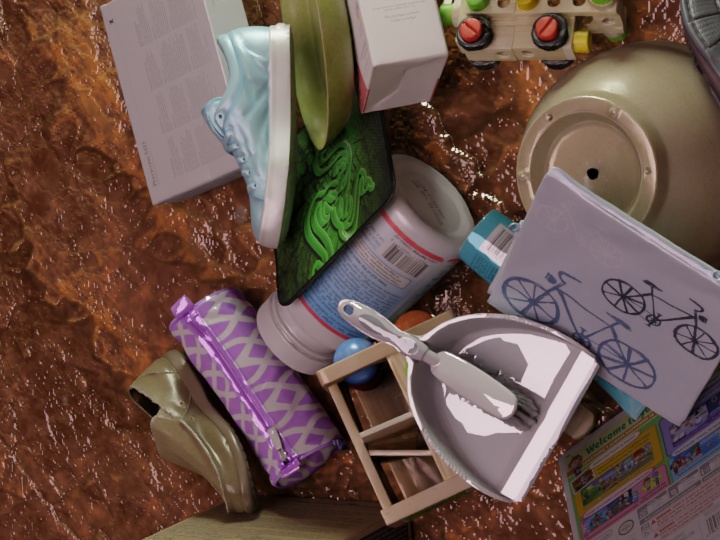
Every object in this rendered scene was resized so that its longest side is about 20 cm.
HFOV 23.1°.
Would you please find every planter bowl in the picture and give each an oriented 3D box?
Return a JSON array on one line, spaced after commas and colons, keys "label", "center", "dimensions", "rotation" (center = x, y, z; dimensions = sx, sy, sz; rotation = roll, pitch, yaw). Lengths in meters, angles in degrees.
[{"label": "planter bowl", "center": [0.205, -0.079, 1.378], "dimensions": [0.200, 0.135, 0.201], "rotation": [5, 99, 32]}]

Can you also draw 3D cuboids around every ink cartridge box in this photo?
[{"label": "ink cartridge box", "center": [-0.075, 0.261, 1.589], "dimensions": [0.200, 0.165, 0.075], "rotation": [-2, 97, 34]}, {"label": "ink cartridge box", "center": [0.015, -0.247, 1.471], "dimensions": [0.067, 0.116, 0.200], "rotation": [-10, 77, -8]}]

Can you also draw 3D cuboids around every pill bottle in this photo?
[{"label": "pill bottle", "center": [0.000, 0.000, 1.539], "dimensions": [0.200, 0.109, 0.109], "rotation": [-45, 72, 29]}]

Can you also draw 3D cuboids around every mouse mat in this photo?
[{"label": "mouse mat", "center": [-0.029, -0.080, 1.535], "dimensions": [0.161, 0.008, 0.200], "rotation": [-45, 34, 29]}]

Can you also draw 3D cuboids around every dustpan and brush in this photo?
[{"label": "dustpan and brush", "center": [0.069, 0.077, 1.394], "dimensions": [0.200, 0.057, 0.140], "rotation": [32, 96, 26]}]

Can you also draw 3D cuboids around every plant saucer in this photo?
[{"label": "plant saucer", "center": [-0.037, -0.205, 1.520], "dimensions": [0.031, 0.200, 0.200], "rotation": [-9, 92, -10]}]

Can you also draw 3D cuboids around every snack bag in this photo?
[{"label": "snack bag", "center": [0.192, 0.018, 1.326], "dimensions": [0.188, 0.021, 0.200], "rotation": [34, 149, 12]}]

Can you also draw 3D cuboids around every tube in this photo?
[{"label": "tube", "center": [0.171, 0.030, 1.440], "dimensions": [0.200, 0.050, 0.078], "rotation": [40, 112, 15]}]

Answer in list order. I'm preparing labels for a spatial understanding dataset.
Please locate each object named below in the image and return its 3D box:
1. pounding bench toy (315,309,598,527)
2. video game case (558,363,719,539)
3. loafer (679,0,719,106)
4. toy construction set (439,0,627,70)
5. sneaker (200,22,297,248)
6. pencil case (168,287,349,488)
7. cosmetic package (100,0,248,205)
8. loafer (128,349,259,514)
[{"label": "pounding bench toy", "center": [0.083, 0.104, 1.486], "dimensions": [0.200, 0.124, 0.156], "rotation": [-25, 80, 1]}, {"label": "video game case", "center": [0.245, 0.164, 1.377], "dimensions": [0.200, 0.022, 0.182], "rotation": [-41, 32, 27]}, {"label": "loafer", "center": [0.284, -0.151, 1.334], "dimensions": [0.063, 0.072, 0.200], "rotation": [99, 160, -52]}, {"label": "toy construction set", "center": [0.140, -0.225, 1.416], "dimensions": [0.200, 0.092, 0.131], "rotation": [-4, 67, 35]}, {"label": "sneaker", "center": [-0.098, -0.116, 1.540], "dimensions": [0.082, 0.074, 0.200], "rotation": [-1, 77, 4]}, {"label": "pencil case", "center": [-0.098, 0.110, 1.632], "dimensions": [0.084, 0.085, 0.200], "rotation": [-45, 71, 25]}, {"label": "cosmetic package", "center": [-0.159, -0.176, 1.640], "dimensions": [0.151, 0.052, 0.200], "rotation": [-17, 87, 44]}, {"label": "loafer", "center": [-0.157, 0.161, 1.657], "dimensions": [0.200, 0.067, 0.076], "rotation": [52, 163, 41]}]
